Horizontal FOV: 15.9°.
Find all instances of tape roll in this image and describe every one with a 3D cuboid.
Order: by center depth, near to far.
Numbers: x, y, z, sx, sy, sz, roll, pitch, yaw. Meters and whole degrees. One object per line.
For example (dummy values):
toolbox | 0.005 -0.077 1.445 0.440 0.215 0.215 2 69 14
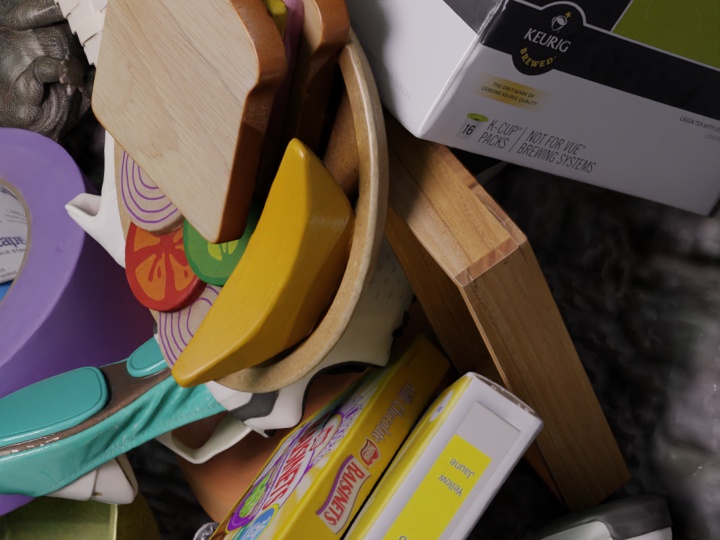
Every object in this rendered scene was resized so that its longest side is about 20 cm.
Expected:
tape roll | -0.207 0.028 1.326 0.199 0.085 0.200 -17 45 18

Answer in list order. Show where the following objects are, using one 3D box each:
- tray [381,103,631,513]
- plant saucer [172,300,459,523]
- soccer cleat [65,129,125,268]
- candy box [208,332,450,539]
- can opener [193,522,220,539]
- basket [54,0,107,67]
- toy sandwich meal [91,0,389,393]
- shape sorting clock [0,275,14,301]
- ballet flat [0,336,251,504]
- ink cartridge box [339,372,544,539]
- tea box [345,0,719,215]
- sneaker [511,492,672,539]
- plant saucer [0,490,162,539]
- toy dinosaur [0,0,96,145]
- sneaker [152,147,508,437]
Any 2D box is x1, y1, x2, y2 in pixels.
tray | 0.055 0.018 1.090 0.037 0.200 0.099 -35 54 -6
plant saucer | -0.033 0.041 1.269 0.200 0.037 0.201 -9 76 42
soccer cleat | -0.073 -0.083 1.145 0.077 0.069 0.200 29 118 6
candy box | -0.030 0.103 1.117 0.102 0.200 0.026 -37 98 30
can opener | -0.089 0.181 1.196 0.200 0.064 0.079 -38 36 -17
basket | -0.077 -0.173 1.253 0.139 0.176 0.201 -17 82 43
toy sandwich meal | -0.062 -0.047 1.038 0.205 0.070 0.206 8 100 52
shape sorting clock | -0.238 0.080 1.415 0.200 0.039 0.200 -34 35 28
ballet flat | -0.105 0.071 1.216 0.200 0.071 0.067 -27 20 1
ink cartridge box | -0.002 0.138 1.089 0.047 0.198 0.200 37 84 0
tea box | 0.103 -0.150 1.064 0.197 0.200 0.134 -56 51 19
sneaker | 0.083 0.184 1.125 0.200 0.076 0.116 -43 65 39
plant saucer | -0.162 0.202 1.335 0.200 0.048 0.201 -7 78 55
toy dinosaur | -0.173 -0.123 1.402 0.102 0.077 0.201 -5 82 35
sneaker | 0.000 0.000 1.177 0.080 0.200 0.074 53 157 -3
